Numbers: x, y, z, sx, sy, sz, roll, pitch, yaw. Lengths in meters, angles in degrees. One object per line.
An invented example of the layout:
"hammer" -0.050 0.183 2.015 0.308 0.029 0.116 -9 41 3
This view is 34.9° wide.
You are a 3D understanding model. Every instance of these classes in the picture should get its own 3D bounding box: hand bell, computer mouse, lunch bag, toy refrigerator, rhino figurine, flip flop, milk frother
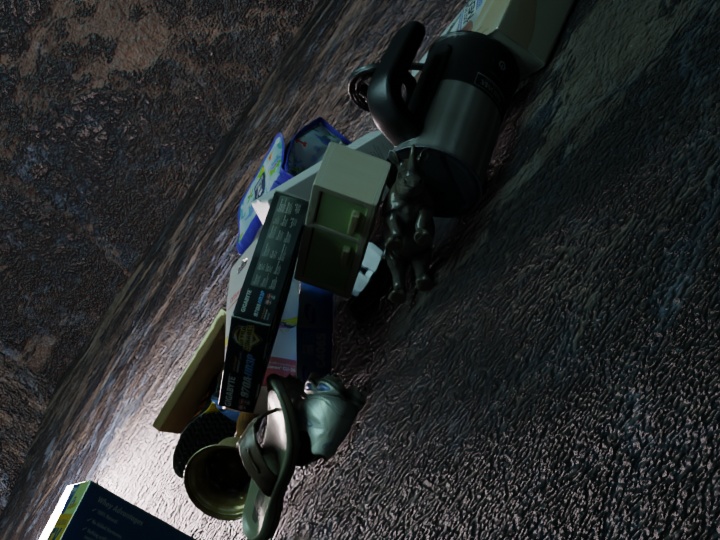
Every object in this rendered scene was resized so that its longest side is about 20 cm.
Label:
"hand bell" -0.153 0.223 1.477 0.105 0.104 0.200 -52 7 20
"computer mouse" 0.000 0.000 1.466 0.111 0.044 0.200 -60 16 0
"lunch bag" -0.105 -0.120 1.752 0.171 0.127 0.200 -56 -5 34
"toy refrigerator" -0.024 -0.051 1.323 0.201 0.075 0.071 108 -178 -57
"rhino figurine" 0.053 -0.061 1.249 0.202 0.059 0.088 88 -177 -48
"flip flop" -0.113 0.213 1.278 0.081 0.057 0.203 -129 49 -57
"milk frother" 0.064 -0.168 1.344 0.200 0.179 0.190 -43 20 54

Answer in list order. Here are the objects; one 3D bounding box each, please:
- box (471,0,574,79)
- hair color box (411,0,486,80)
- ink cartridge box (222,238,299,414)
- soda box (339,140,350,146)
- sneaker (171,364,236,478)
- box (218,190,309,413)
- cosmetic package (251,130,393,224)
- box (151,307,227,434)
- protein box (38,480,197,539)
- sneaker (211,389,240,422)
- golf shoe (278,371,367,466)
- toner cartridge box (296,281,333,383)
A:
"box" 0.209 -0.335 1.384 0.095 0.077 0.202 -22 40 64
"hair color box" 0.145 -0.295 1.535 0.200 0.063 0.112 -49 19 35
"ink cartridge box" -0.129 0.074 1.499 0.116 0.066 0.203 140 135 -56
"soda box" -0.047 -0.085 1.681 0.201 0.063 0.071 -56 -25 10
"sneaker" -0.212 0.218 1.688 0.202 0.069 0.090 -61 4 -15
"box" -0.110 0.036 1.307 0.160 0.045 0.202 106 179 -47
"cosmetic package" -0.038 -0.108 1.554 0.198 0.086 0.107 -32 11 -12
"box" -0.222 0.157 1.729 0.202 0.021 0.163 -58 -21 1
"protein box" -0.309 0.396 1.396 0.135 0.197 0.202 -26 35 61
"sneaker" -0.133 0.127 1.578 0.201 0.078 0.066 -52 15 18
"golf shoe" -0.068 0.174 1.311 0.200 0.077 0.099 -22 45 66
"toner cartridge box" -0.056 0.059 1.452 0.201 0.042 0.096 -90 0 -62
